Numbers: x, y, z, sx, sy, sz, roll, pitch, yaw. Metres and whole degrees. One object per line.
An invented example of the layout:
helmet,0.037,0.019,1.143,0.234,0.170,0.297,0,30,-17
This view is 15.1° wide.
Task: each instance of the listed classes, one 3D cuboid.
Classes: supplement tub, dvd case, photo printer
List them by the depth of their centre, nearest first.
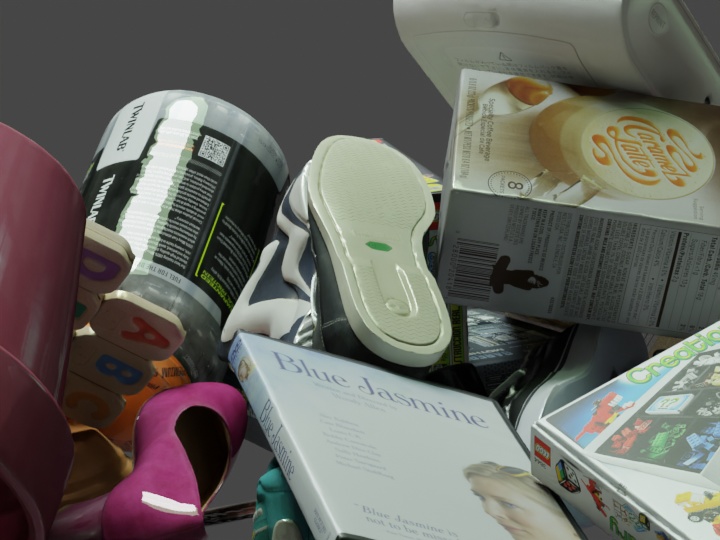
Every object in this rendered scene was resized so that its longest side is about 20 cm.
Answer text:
dvd case,0.027,0.091,1.200,0.142,0.018,0.200,16,18,-22
photo printer,0.119,-0.112,1.517,0.165,0.070,0.200,8,-27,37
supplement tub,-0.122,0.001,1.607,0.122,0.123,0.201,-2,46,22

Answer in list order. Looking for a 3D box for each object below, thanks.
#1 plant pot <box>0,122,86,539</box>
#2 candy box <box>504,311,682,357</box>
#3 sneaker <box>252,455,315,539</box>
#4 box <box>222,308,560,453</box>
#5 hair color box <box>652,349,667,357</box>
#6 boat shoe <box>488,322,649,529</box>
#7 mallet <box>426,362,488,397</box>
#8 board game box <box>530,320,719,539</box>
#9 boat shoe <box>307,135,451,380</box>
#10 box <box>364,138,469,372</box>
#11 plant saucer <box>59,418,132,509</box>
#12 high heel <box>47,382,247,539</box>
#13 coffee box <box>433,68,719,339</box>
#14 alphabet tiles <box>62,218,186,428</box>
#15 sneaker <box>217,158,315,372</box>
plant pot,-0.217,0.027,1.293,0.198,0.180,0.201,12,-33,8
candy box,0.130,0.002,1.596,0.115,0.056,0.200,27,-9,18
sneaker,-0.006,0.107,1.265,0.077,0.080,0.200,-3,7,11
box,0.025,0.068,1.621,0.199,0.051,0.157,-9,10,-26
hair color box,0.205,0.084,1.362,0.108,0.065,0.200,-2,10,5
boat shoe,0.097,0.080,1.395,0.068,0.074,0.200,-25,20,25
mallet,0.091,0.074,1.496,0.041,0.066,0.200,-26,-6,31
board game box,0.192,0.070,1.226,0.199,0.035,0.126,-26,43,-28
boat shoe,0.000,0.000,1.381,0.071,0.068,0.201,13,35,-15
box,0.021,-0.008,1.587,0.034,0.111,0.200,-5,12,-12
plant saucer,-0.223,0.114,1.504,0.198,0.038,0.200,-4,7,1
high heel,-0.078,0.104,1.370,0.096,0.068,0.200,-12,19,28
coffee box,0.142,-0.032,1.423,0.198,0.080,0.115,8,39,-1
alphabet tiles,-0.200,0.020,1.442,0.195,0.015,0.200,27,-41,-15
sneaker,-0.026,0.052,1.463,0.079,0.200,0.130,4,-33,-20
